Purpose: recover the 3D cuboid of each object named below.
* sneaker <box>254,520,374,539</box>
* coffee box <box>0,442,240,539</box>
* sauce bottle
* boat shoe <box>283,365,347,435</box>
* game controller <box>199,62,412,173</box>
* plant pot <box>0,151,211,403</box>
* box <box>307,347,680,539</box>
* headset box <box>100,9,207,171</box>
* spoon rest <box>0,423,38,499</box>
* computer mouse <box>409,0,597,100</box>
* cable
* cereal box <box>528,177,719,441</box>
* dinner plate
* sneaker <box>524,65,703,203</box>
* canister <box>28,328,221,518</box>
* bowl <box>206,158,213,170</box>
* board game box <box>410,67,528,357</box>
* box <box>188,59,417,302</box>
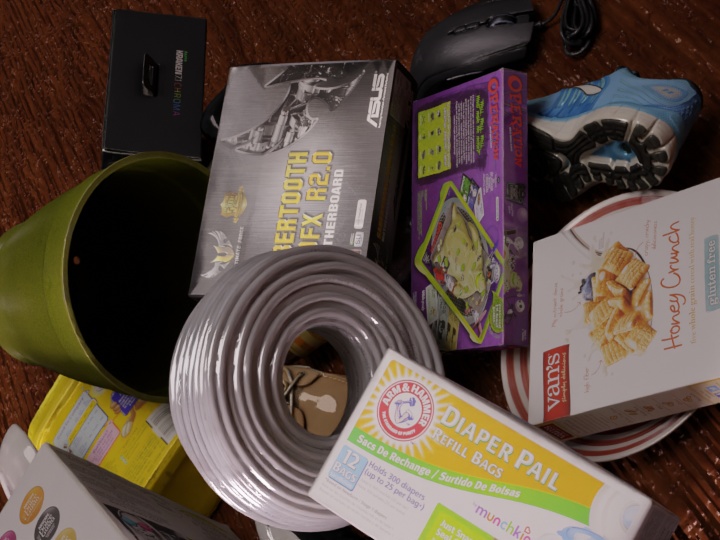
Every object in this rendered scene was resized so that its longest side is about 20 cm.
[{"bbox_3d":[-0.004,0.204,1.116,0.112,0.073,0.201,-39,50,18],"label":"sneaker"},{"bbox_3d":[-0.180,0.286,1.142,0.201,0.199,0.197,-58,37,0],"label":"coffee box"},{"bbox_3d":[0.000,0.000,1.238,0.199,0.066,0.066,-36,43,18],"label":"sauce bottle"},{"bbox_3d":[-0.056,0.112,1.228,0.199,0.064,0.072,-6,62,46],"label":"boat shoe"},{"bbox_3d":[-0.039,-0.127,1.309,0.198,0.042,0.105,17,56,22],"label":"game controller"},{"bbox_3d":[-0.220,0.012,1.284,0.192,0.200,0.203,-6,62,45],"label":"plant pot"},{"bbox_3d":[0.084,0.149,0.961,0.199,0.101,0.113,28,87,26],"label":"box"},{"bbox_3d":[-0.199,-0.122,1.438,0.201,0.092,0.176,108,163,-54],"label":"headset box"},{"bbox_3d":[-0.261,0.221,1.314,0.060,0.202,0.099,-24,25,-24],"label":"spoon rest"},{"bbox_3d":[0.110,-0.222,1.280,0.199,0.046,0.142,-18,55,40],"label":"computer mouse"},{"bbox_3d":[-0.034,0.083,1.072,0.199,0.201,0.069,-35,10,-32],"label":"cable"},{"bbox_3d":[0.198,0.022,0.992,0.199,0.039,0.145,-21,52,38],"label":"cereal box"},{"bbox_3d":[0.181,0.039,1.050,0.199,0.024,0.202,-28,47,35],"label":"dinner plate"},{"bbox_3d":[0.177,-0.106,1.127,0.090,0.079,0.199,-42,26,-24],"label":"sneaker"},{"bbox_3d":[-0.201,0.156,1.344,0.149,0.086,0.200,-56,40,2],"label":"canister"},{"bbox_3d":[-0.084,-0.060,1.352,0.200,0.090,0.203,-27,47,34],"label":"bowl"},{"bbox_3d":[0.080,-0.039,1.137,0.120,0.032,0.203,-13,74,61],"label":"board game box"},{"bbox_3d":[-0.045,-0.066,1.218,0.157,0.048,0.202,2,74,26],"label":"box"}]
